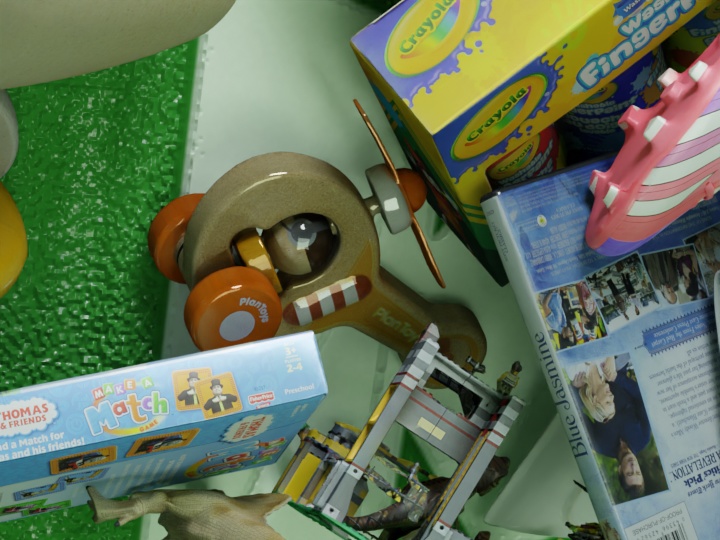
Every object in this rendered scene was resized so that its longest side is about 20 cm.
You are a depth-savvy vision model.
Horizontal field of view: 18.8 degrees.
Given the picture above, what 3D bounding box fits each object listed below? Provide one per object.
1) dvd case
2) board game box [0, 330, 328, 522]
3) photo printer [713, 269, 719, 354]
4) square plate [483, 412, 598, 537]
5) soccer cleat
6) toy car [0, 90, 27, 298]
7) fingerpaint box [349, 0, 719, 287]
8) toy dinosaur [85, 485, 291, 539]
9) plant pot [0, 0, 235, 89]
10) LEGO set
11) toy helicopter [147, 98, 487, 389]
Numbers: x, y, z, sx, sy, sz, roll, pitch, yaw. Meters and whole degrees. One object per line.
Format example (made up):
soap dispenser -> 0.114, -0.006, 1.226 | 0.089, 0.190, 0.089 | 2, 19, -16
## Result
dvd case -> 0.146, 0.041, 1.030 | 0.142, 0.018, 0.201 | -18, 86, -36
board game box -> -0.126, 0.082, 1.039 | 0.199, 0.151, 0.037 | -10, 75, -15
photo printer -> 0.264, 0.071, 1.048 | 0.199, 0.069, 0.168 | 5, 72, -39
square plate -> 0.193, 0.090, 1.156 | 0.197, 0.029, 0.200 | 8, 134, -27
soccer cleat -> 0.179, -0.080, 0.986 | 0.076, 0.067, 0.201 | 35, 95, -10
toy car -> -0.255, -0.029, 0.964 | 0.199, 0.176, 0.150 | 32, 133, -26
fingerpaint box -> 0.111, -0.106, 1.046 | 0.200, 0.073, 0.167 | -37, 151, -4
toy dinosaur -> -0.076, 0.122, 1.044 | 0.100, 0.200, 0.059 | -12, 97, -20
plant pot -> -0.141, -0.155, 0.925 | 0.199, 0.187, 0.188 | 5, 110, -53
LEGO set -> 0.061, 0.108, 1.092 | 0.199, 0.154, 0.116 | 32, 81, 2
toy helicopter -> 0.000, 0.000, 1.091 | 0.132, 0.079, 0.200 | -46, 131, 13
